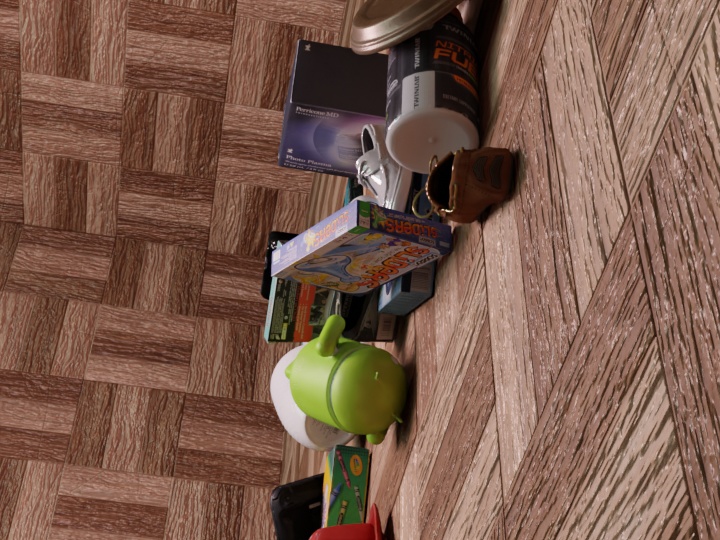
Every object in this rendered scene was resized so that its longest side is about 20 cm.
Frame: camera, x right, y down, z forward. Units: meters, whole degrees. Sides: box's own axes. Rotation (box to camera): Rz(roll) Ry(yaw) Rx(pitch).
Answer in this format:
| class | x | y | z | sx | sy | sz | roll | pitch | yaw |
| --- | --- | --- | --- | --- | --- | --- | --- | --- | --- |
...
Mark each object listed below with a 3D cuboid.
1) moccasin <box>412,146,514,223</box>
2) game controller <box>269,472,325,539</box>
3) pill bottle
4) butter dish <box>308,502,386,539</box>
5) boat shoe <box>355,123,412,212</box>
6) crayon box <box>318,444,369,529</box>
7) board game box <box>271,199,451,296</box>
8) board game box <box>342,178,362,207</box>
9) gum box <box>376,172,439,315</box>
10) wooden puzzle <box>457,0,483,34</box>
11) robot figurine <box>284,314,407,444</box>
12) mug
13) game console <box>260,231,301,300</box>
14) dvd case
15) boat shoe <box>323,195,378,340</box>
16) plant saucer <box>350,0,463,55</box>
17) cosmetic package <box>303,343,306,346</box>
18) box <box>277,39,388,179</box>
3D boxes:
| class | x | y | z | sx | sy | sz | roll | pitch | yaw |
| --- | --- | --- | --- | --- | --- | --- | --- | --- | --- |
| moccasin | 0.096 | -0.085 | 1.251 | 0.201 | 0.077 | 0.075 | -164 | 82 | -84 |
| game controller | -0.079 | 0.384 | 1.980 | 0.199 | 0.042 | 0.106 | -1 | -93 | -60 |
| pill bottle | 0.082 | -0.216 | 1.406 | 0.107 | 0.105 | 0.202 | 106 | 169 | -52 |
| butter dish | -0.044 | 0.421 | 1.595 | 0.200 | 0.146 | 0.201 | -95 | 15 | -66 |
| boat shoe | 0.027 | -0.128 | 1.572 | 0.201 | 0.068 | 0.072 | -89 | 10 | -49 |
| crayon box | -0.029 | 0.379 | 1.911 | 0.119 | 0.058 | 0.202 | 115 | 162 | -71 |
| board game box | -0.002 | -0.023 | 1.490 | 0.199 | 0.134 | 0.035 | -28 | 55 | 53 |
| board game box | -0.020 | -0.099 | 2.561 | 0.201 | 0.028 | 0.136 | -92 | 12 | -57 |
| gum box | 0.065 | -0.038 | 1.635 | 0.200 | 0.044 | 0.172 | 131 | 146 | -77 |
| wooden puzzle | 0.119 | -0.327 | 1.563 | 0.201 | 0.037 | 0.186 | -95 | 14 | -45 |
| robot figurine | -0.017 | 0.151 | 1.647 | 0.199 | 0.115 | 0.177 | 10 | 133 | 56 |
| mug | -0.049 | 0.197 | 2.042 | 0.201 | 0.147 | 0.175 | -52 | 19 | 5 |
| game console | -0.046 | 0.012 | 1.877 | 0.176 | 0.197 | 0.118 | -129 | 46 | -81 |
| dvd case | -0.033 | 0.032 | 1.756 | 0.022 | 0.198 | 0.148 | -138 | 53 | -60 |
| boat shoe | 0.000 | 0.000 | 1.707 | 0.064 | 0.070 | 0.202 | -133 | 50 | -63 |
| plant saucer | 0.067 | -0.317 | 1.417 | 0.030 | 0.199 | 0.201 | 53 | -168 | -22 |
| cosmetic package | -0.034 | 0.053 | 2.147 | 0.085 | 0.106 | 0.202 | -106 | 23 | -73 |
| box | -0.021 | -0.244 | 1.954 | 0.199 | 0.198 | 0.125 | 110 | 167 | -63 |
